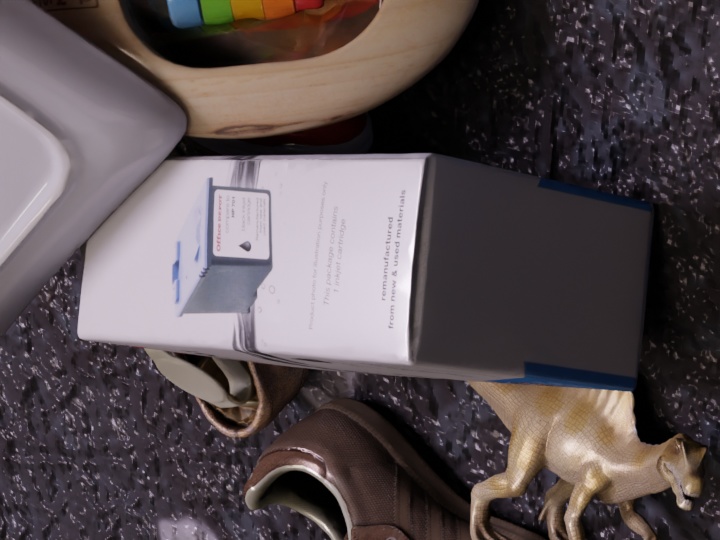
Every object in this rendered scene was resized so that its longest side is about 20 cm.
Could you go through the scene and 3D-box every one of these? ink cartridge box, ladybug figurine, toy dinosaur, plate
[{"bbox_3d":[0.000,0.000,0.948,0.200,0.146,0.086,0,84,44],"label":"ink cartridge box"},{"bbox_3d":[-0.047,-0.123,0.947,0.199,0.072,0.136,-2,89,4],"label":"ladybug figurine"},{"bbox_3d":[0.086,0.077,0.998,0.200,0.058,0.101,28,112,44],"label":"toy dinosaur"},{"bbox_3d":[-0.205,-0.050,0.930,0.200,0.032,0.200,35,122,-17],"label":"plate"}]

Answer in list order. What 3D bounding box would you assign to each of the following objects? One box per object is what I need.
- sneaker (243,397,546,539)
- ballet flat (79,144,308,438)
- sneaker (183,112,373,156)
[{"bbox_3d":[0.030,0.143,1.051,0.200,0.075,0.071,37,143,29],"label":"sneaker"},{"bbox_3d":[-0.090,0.002,1.059,0.068,0.067,0.200,-9,127,42],"label":"ballet flat"},{"bbox_3d":[-0.070,-0.128,1.019,0.200,0.071,0.113,33,134,31],"label":"sneaker"}]
